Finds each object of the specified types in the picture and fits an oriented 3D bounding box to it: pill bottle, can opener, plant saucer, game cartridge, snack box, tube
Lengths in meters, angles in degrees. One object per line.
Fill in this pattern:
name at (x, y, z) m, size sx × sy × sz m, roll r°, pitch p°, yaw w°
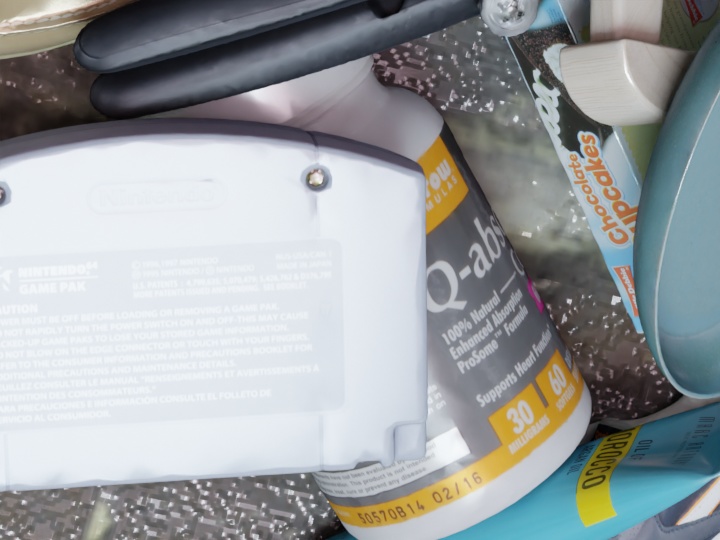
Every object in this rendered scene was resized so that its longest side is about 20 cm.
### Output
pill bottle at (0.000, 0.000, 1.186) m, size 0.116 × 0.116 × 0.200 m, roll -31°, pitch 107°, yaw -6°
can opener at (-0.008, -0.101, 1.096) m, size 0.199 × 0.079 × 0.063 m, roll -24°, pitch 135°, yaw 1°
plant saucer at (0.160, -0.047, 1.145) m, size 0.200 × 0.027 × 0.201 m, roll -38°, pitch 142°, yaw -38°
game cartridge at (-0.074, 0.011, 1.099) m, size 0.199 × 0.040 × 0.134 m, roll -3°, pitch 109°, yaw -9°
snack box at (0.114, -0.090, 1.204) m, size 0.116 × 0.037 × 0.201 m, roll -41°, pitch 114°, yaw -41°
tube at (0.071, 0.100, 1.200) m, size 0.200 × 0.077 × 0.050 m, roll -26°, pitch 107°, yaw 30°

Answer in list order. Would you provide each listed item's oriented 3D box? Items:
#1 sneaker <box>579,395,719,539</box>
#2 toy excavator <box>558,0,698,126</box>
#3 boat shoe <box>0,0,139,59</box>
sneaker at (0.103, 0.114, 1.255) m, size 0.200 × 0.078 × 0.080 m, roll -43°, pitch 112°, yaw -14°
toy excavator at (0.133, -0.173, 1.151) m, size 0.200 × 0.100 × 0.195 m, roll -26°, pitch 105°, yaw -37°
boat shoe at (-0.163, -0.108, 1.092) m, size 0.199 × 0.065 × 0.072 m, roll -4°, pitch 102°, yaw -3°
